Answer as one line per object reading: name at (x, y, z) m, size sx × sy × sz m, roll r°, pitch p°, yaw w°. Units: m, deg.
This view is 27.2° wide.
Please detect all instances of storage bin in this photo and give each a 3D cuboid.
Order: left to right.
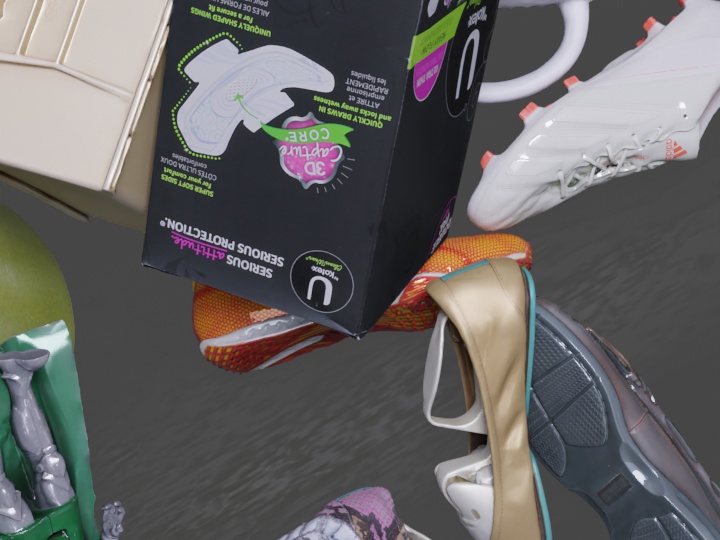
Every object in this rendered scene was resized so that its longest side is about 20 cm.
storage bin at (-0.112, -0.124, 0.793) m, size 0.093 × 0.200 × 0.199 m, roll 17°, pitch 85°, yaw 12°

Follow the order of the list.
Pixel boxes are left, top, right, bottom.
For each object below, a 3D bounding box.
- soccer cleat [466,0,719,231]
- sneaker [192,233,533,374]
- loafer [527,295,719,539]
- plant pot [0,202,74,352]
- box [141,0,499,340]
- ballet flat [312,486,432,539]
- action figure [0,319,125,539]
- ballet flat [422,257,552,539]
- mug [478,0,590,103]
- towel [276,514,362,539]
soccer cleat at (0.149, -0.080, 0.850) m, size 0.200 × 0.069 × 0.078 m, roll -38°, pitch 74°, yaw -9°
sneaker at (0.000, 0.000, 0.852) m, size 0.199 × 0.073 × 0.077 m, roll -10°, pitch 68°, yaw -5°
loafer at (0.147, 0.097, 0.851) m, size 0.072 × 0.063 × 0.200 m, roll -40°, pitch 82°, yaw 40°
plant pot at (-0.266, 0.030, 0.788) m, size 0.186 × 0.200 × 0.188 m, roll 0°, pitch 84°, yaw 2°
box at (-0.013, -0.096, 0.745) m, size 0.124 × 0.149 × 0.201 m, roll 19°, pitch 117°, yaw 15°
ballet flat at (0.047, 0.208, 0.838) m, size 0.071 × 0.069 × 0.200 m, roll -31°, pitch 84°, yaw -27°
action figure at (-0.161, 0.141, 0.763) m, size 0.118 × 0.055 × 0.201 m, roll -30°, pitch 115°, yaw -39°
ballet flat at (0.066, 0.091, 0.823) m, size 0.063 × 0.069 × 0.201 m, roll -8°, pitch 103°, yaw -11°
mug at (0.069, -0.194, 0.837) m, size 0.175 × 0.148 × 0.201 m, roll -5°, pitch 101°, yaw 8°
towel at (-0.031, 0.252, 0.792) m, size 0.165 × 0.086 × 0.200 m, roll -36°, pitch 85°, yaw 28°
